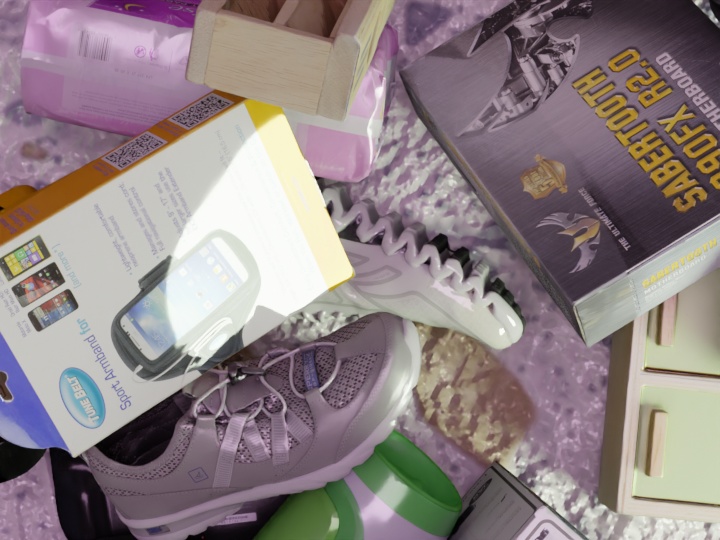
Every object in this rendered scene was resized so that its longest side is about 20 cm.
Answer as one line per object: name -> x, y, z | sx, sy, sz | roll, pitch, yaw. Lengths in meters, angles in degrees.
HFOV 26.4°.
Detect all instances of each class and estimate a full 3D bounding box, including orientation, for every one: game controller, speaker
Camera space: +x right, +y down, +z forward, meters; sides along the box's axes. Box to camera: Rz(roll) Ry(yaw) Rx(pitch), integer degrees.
game controller -> -0.081, 0.110, 0.898 | 0.199, 0.042, 0.105 | -6, 102, 0
speaker -> -0.034, 0.180, 0.852 | 0.088, 0.088, 0.200 | 40, 100, 1

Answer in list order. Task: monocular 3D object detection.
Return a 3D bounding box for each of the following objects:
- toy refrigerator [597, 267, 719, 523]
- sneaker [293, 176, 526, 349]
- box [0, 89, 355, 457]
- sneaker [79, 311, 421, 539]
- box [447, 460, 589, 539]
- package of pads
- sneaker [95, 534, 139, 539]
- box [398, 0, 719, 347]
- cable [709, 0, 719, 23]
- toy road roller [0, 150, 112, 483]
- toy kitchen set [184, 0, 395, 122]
toy refrigerator -> 0.187, 0.040, 0.882 | 0.076, 0.070, 0.201 | 6, 88, -1
sneaker -> 0.000, 0.000, 0.885 | 0.200, 0.075, 0.081 | 28, 97, 11
box -> -0.110, 0.002, 0.769 | 0.200, 0.041, 0.119 | -32, 119, -16
sneaker -> -0.059, 0.077, 0.811 | 0.200, 0.075, 0.082 | -31, 128, 12
box -> 0.068, 0.172, 0.811 | 0.060, 0.200, 0.117 | 41, 87, 0
package of pads -> -0.079, -0.112, 0.855 | 0.199, 0.121, 0.076 | 11, 110, 0
sneaker -> -0.163, 0.205, 0.862 | 0.200, 0.080, 0.087 | -10, 102, 28
box -> 0.136, -0.078, 0.847 | 0.158, 0.048, 0.200 | -30, 53, -2
cable -> 0.251, -0.166, 0.849 | 0.163, 0.051, 0.200 | 23, 48, -13
toy road roller -> -0.184, 0.004, 0.848 | 0.200, 0.123, 0.146 | -29, 44, -17
toy kitchen set -> 0.030, -0.193, 0.746 | 0.163, 0.181, 0.200 | 15, 120, 2
